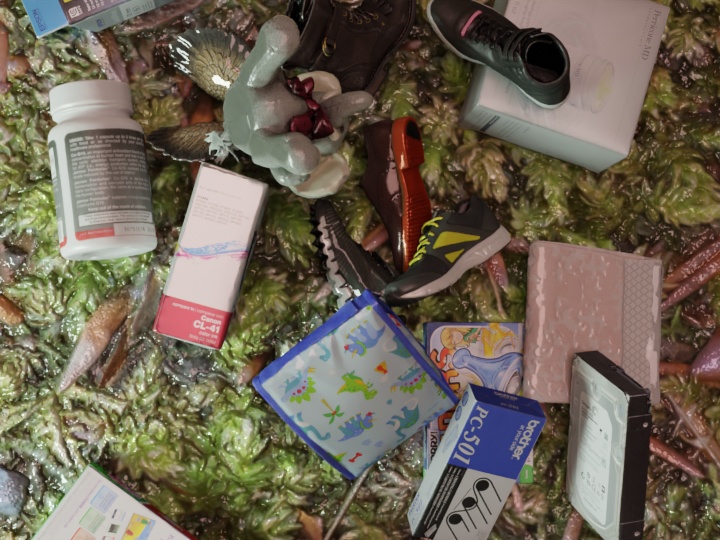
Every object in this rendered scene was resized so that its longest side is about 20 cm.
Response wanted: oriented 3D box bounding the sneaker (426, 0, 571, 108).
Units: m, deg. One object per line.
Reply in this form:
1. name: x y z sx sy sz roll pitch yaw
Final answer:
1. sneaker: 0.165 -0.268 1.300 0.200 0.099 0.071 37 86 4

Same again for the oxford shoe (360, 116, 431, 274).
1. oxford shoe: 0.043 -0.090 1.416 0.072 0.071 0.200 -3 92 27

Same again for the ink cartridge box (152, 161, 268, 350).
1. ink cartridge box: -0.173 -0.014 1.327 0.086 0.148 0.200 18 88 -4

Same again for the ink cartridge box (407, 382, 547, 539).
1. ink cartridge box: 0.136 0.236 1.344 0.094 0.044 0.200 16 112 -15

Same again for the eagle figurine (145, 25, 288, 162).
1. eagle figurine: -0.141 -0.184 1.355 0.200 0.152 0.151 23 120 -34

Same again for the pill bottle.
1. pill bottle: -0.310 -0.118 1.345 0.114 0.114 0.200 -7 85 -7

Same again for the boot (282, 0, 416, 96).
1. boot: -0.018 -0.306 1.365 0.069 0.174 0.200 16 83 36

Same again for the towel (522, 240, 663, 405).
1. towel: 0.294 0.071 1.417 0.191 0.032 0.200 6 83 -18

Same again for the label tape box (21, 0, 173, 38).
1. label tape box: -0.327 -0.380 1.394 0.200 0.066 0.143 -24 87 -5

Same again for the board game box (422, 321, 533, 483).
1. board game box: 0.146 0.164 1.408 0.135 0.034 0.200 0 85 -6

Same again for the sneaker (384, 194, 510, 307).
1. sneaker: 0.094 -0.024 1.384 0.200 0.074 0.085 -33 93 -34

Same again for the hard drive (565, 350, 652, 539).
1. hard drive: 0.291 0.211 1.335 0.038 0.140 0.200 -5 109 -16

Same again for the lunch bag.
1. lunch bag: -0.010 0.122 1.298 0.170 0.200 0.127 -39 50 4

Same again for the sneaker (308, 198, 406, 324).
1. sneaker: 0.000 0.000 1.395 0.090 0.066 0.200 -20 91 -11

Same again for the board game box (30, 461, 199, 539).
1. board game box: -0.287 0.348 1.340 0.200 0.040 0.153 37 82 -2

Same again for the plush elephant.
1. plush elephant: -0.062 -0.169 1.246 0.155 0.200 0.165 -9 82 -34

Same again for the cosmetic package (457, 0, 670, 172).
1. cosmetic package: 0.254 -0.254 1.417 0.200 0.123 0.200 18 83 -6
